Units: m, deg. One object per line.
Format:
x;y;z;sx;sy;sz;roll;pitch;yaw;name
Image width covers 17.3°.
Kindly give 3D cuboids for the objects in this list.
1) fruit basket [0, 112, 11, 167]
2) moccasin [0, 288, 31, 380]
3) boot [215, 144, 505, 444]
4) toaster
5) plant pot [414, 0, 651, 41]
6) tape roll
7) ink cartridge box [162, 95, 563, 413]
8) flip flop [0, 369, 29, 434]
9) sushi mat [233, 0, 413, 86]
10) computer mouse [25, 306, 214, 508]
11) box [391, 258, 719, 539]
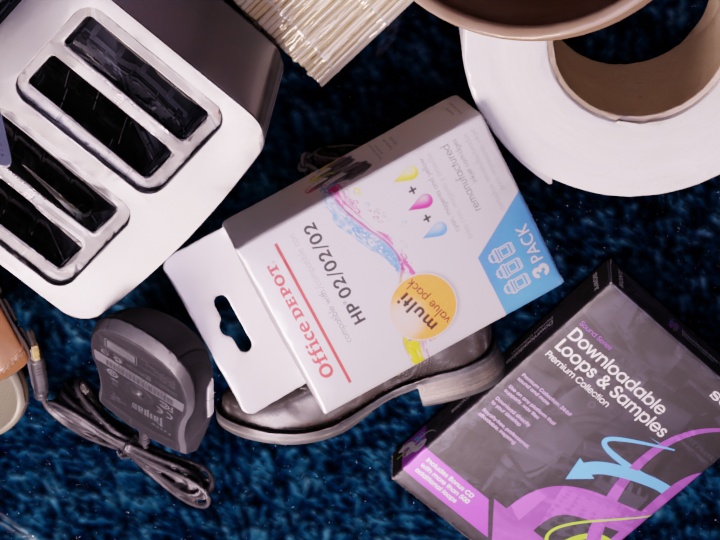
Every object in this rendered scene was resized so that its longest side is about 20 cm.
-0.282;-0.130;1.218;0.185;0.201;0.094;8;137;-29;fruit basket
-0.272;-0.016;1.416;0.078;0.074;0.202;-29;113;-16;moccasin
-0.009;0.004;1.436;0.199;0.069;0.175;-15;117;-1;boot
-0.155;-0.090;1.356;0.200;0.119;0.181;39;114;-18;toaster
0.096;-0.217;1.214;0.200;0.093;0.202;1;92;16;plant pot
0.153;-0.144;1.333;0.201;0.071;0.203;-1;121;-2;tape roll
0.000;0.000;1.358;0.200;0.068;0.115;-29;107;-2;ink cartridge box
-0.299;0.045;1.471;0.200;0.058;0.081;37;114;-17;flip flop
0.012;-0.199;1.348;0.096;0.012;0.200;41;113;-19;sushi mat
-0.144;0.058;1.431;0.140;0.046;0.200;29;153;17;computer mouse
0.138;0.104;1.498;0.143;0.036;0.200;39;112;-17;box
